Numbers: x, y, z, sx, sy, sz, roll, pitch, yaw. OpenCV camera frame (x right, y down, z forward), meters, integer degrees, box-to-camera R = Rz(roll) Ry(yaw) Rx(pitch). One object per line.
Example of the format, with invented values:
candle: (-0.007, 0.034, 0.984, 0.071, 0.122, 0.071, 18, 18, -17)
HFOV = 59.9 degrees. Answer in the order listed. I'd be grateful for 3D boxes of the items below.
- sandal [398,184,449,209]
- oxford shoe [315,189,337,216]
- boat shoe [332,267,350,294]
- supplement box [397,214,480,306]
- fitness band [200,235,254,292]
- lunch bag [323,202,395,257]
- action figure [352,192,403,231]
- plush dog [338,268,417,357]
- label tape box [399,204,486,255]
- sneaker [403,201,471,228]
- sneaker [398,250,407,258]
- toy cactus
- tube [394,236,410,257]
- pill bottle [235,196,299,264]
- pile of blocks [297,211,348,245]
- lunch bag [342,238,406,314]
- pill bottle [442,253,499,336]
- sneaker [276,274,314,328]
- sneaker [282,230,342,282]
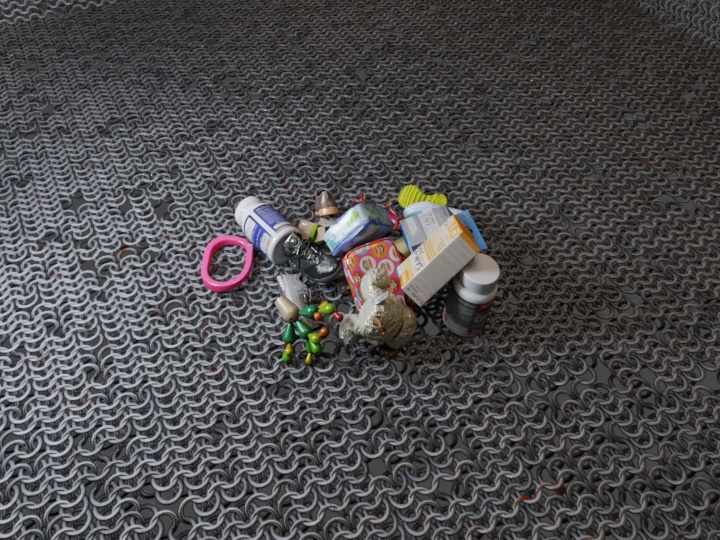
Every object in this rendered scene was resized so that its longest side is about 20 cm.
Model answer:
sandal: (0.196, -0.198, 1.891, 0.198, 0.087, 0.081, 29, 87, 42)
oxford shoe: (-0.100, -0.200, 1.823, 0.069, 0.075, 0.200, -11, 7, -9)
boat shoe: (0.000, 0.000, 1.709, 0.200, 0.071, 0.062, -31, 96, -40)
supplement box: (0.185, -0.026, 1.513, 0.073, 0.200, 0.127, 41, 15, -18)
fitness band: (-0.369, -0.022, 1.737, 0.139, 0.038, 0.203, -1, 46, -2)
lunch bag: (-0.004, -0.103, 1.696, 0.160, 0.199, 0.083, -38, 76, 19)
action figure: (0.066, -0.169, 1.877, 0.198, 0.052, 0.065, 32, 50, 22)
plush dog: (0.069, 0.121, 1.508, 0.170, 0.204, 0.160, 21, 8, -39)
label tape box: (0.217, -0.094, 1.648, 0.196, 0.067, 0.145, -21, 55, 0)
sneaker: (0.208, -0.117, 1.744, 0.195, 0.081, 0.132, 9, 51, 12)
sneaker: (0.129, 0.003, 1.700, 0.200, 0.079, 0.095, 45, 23, 14)
toy cactus: (-0.139, 0.127, 1.510, 0.166, 0.201, 0.102, 48, 33, 10)
tube: (0.159, -0.086, 1.803, 0.198, 0.053, 0.058, -33, 28, -24)
pill bottle: (-0.266, -0.119, 1.773, 0.115, 0.117, 0.199, -31, 55, -27)
pile of blocks: (-0.090, -0.108, 1.805, 0.195, 0.063, 0.084, -10, 58, 7)
lunch bag: (0.058, 0.022, 1.613, 0.172, 0.082, 0.205, -19, 87, -14)
pill bottle: (0.277, 0.062, 1.555, 0.111, 0.202, 0.116, 3, 49, -4)
sneaker: (-0.155, 0.073, 1.625, 0.080, 0.076, 0.202, -18, 49, -15)
sneaker: (-0.138, -0.037, 1.654, 0.197, 0.115, 0.077, 22, 66, 43)
